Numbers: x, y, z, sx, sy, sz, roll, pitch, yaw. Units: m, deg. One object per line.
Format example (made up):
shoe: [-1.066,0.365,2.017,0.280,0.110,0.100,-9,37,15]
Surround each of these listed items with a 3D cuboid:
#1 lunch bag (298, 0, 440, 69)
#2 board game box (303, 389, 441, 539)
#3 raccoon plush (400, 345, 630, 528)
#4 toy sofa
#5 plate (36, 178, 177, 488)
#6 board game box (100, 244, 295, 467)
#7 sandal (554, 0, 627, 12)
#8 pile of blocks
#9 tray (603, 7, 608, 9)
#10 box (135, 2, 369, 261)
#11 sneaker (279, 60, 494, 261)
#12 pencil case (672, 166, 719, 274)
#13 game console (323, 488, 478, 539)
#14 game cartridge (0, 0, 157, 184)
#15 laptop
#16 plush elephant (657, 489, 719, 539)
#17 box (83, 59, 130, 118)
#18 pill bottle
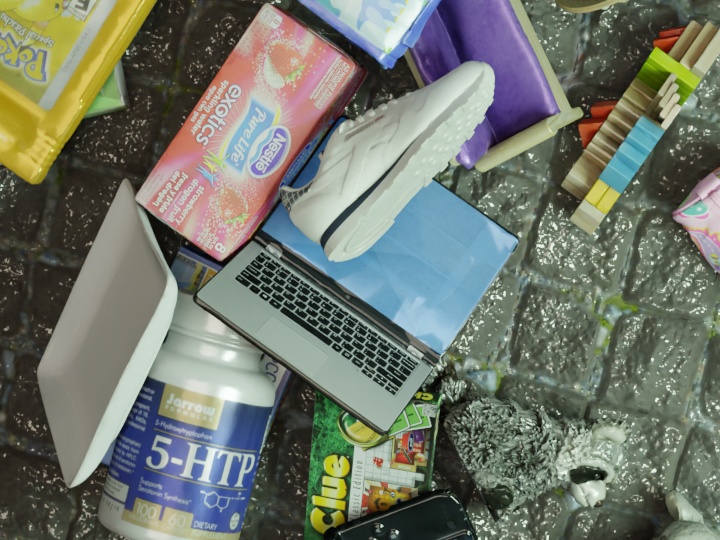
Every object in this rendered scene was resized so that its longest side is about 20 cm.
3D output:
lunch bag: [0.000,-0.277,1.632,0.200,0.127,0.171,38,96,25]
board game box: [0.007,0.186,1.752,0.104,0.023,0.201,10,116,11]
raccoon plush: [0.135,0.114,1.738,0.133,0.097,0.201,-30,88,0]
toy sofa: [0.092,-0.188,1.712,0.083,0.097,0.201,-26,88,35]
plate: [-0.204,0.052,1.725,0.032,0.200,0.200,19,109,-25]
board game box: [-0.133,0.097,1.796,0.135,0.034,0.201,26,96,5]
sandal: [0.250,-0.264,1.717,0.212,0.070,0.078,-46,50,-10]
pile of blocks: [0.222,-0.128,1.717,0.062,0.082,0.201,35,97,4]
tray: [0.137,-0.305,1.751,0.199,0.022,0.108,25,94,6]
box: [-0.089,-0.114,1.749,0.095,0.100,0.201,35,96,5]
sneaker: [0.022,-0.101,1.665,0.200,0.076,0.081,-44,68,4]
pencil case: [0.345,0.001,1.706,0.087,0.087,0.200,-39,86,7]
game console: [0.034,0.310,1.715,0.175,0.117,0.201,-21,110,8]
game cartridge: [-0.291,-0.203,1.772,0.176,0.032,0.201,34,95,5]
laptop: [0.000,0.000,1.694,0.187,0.200,0.116,35,119,4]
plush elephant: [0.245,0.271,1.696,0.198,0.165,0.156,-3,107,-21]
box: [-0.308,-0.190,1.808,0.198,0.036,0.146,-11,91,9]
pill bottle: [-0.135,0.123,1.718,0.119,0.120,0.202,14,92,7]
